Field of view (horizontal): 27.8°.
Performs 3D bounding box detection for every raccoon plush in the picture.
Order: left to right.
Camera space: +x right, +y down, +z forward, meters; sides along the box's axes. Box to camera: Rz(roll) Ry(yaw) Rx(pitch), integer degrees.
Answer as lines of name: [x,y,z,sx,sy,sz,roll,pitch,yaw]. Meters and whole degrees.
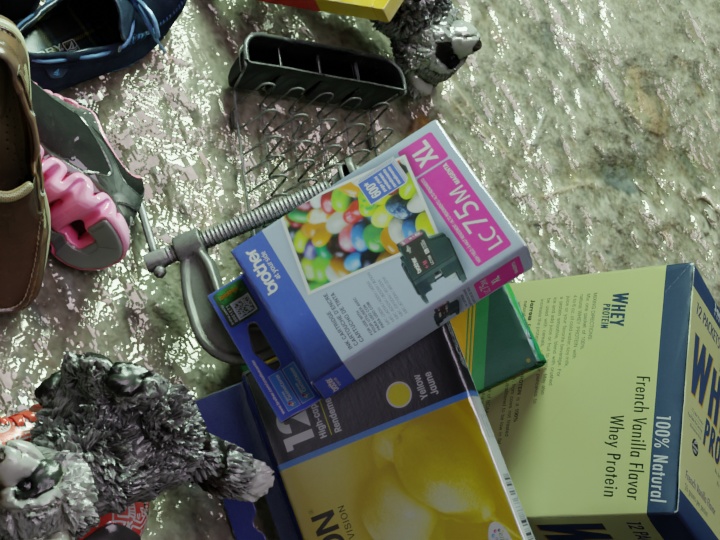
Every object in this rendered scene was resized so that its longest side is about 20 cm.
raccoon plush: [-0.138,0.141,0.882,0.200,0.097,0.134,32,63,-26]
raccoon plush: [0.016,-0.239,1.255,0.200,0.134,0.097,33,52,28]

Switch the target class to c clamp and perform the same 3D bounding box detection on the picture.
c clamp: [-0.060,-0.022,1.025,0.199,0.027,0.171,-17,61,5]

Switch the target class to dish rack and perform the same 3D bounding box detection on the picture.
dish rack: [-0.028,-0.081,1.157,0.153,0.055,0.201,5,66,-32]

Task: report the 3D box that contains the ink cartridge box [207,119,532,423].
ink cartridge box: [0.000,0.000,0.969,0.200,0.042,0.119,-34,63,1]

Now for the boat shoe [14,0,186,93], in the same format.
boat shoe: [-0.191,-0.182,1.082,0.084,0.069,0.200,47,51,-7]

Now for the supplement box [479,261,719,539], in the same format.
supplement box: [0.166,0.120,1.075,0.134,0.199,0.200,48,43,-45]

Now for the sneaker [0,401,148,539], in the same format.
sneaker: [-0.223,0.112,0.925,0.201,0.067,0.108,27,55,-26]

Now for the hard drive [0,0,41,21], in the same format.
hard drive: [-0.297,-0.266,1.013,0.042,0.135,0.200,-44,98,-23]

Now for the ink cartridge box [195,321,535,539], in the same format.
ink cartridge box: [-0.003,0.144,0.985,0.047,0.200,0.198,28,40,-77]

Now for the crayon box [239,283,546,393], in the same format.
crayon box: [0.018,0.054,1.041,0.119,0.200,0.058,66,10,9]

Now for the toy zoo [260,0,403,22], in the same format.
toy zoo: [-0.019,-0.268,1.166,0.132,0.200,0.020,-69,156,-17]

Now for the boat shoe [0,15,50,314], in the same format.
boat shoe: [-0.236,-0.056,0.924,0.075,0.075,0.203,-10,117,-17]

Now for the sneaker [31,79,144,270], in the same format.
sneaker: [-0.224,-0.096,1.014,0.200,0.079,0.095,52,38,-22]
